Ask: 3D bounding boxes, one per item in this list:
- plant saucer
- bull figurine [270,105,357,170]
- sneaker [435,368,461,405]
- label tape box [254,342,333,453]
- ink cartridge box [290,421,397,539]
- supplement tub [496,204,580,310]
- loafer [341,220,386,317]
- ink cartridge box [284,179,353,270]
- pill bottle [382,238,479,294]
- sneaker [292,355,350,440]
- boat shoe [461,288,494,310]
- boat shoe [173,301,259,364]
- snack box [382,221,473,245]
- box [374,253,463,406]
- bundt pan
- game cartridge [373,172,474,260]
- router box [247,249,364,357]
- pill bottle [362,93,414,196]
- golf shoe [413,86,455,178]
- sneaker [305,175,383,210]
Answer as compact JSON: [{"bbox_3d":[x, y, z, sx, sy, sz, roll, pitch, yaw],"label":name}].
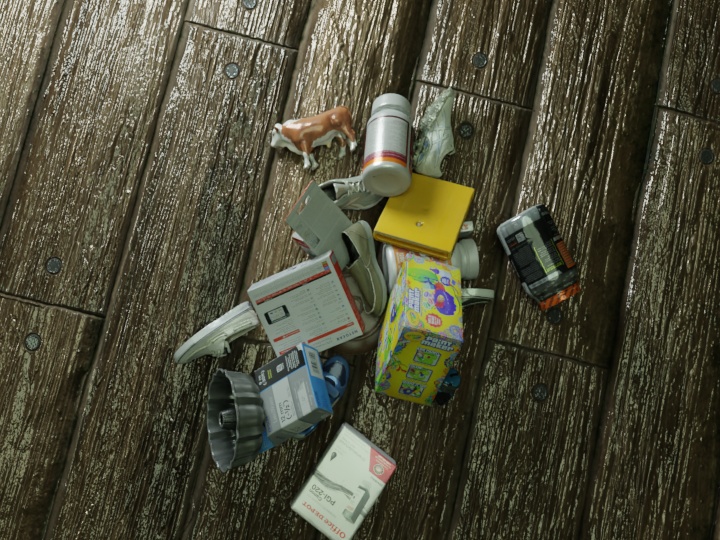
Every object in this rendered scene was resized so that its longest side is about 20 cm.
[{"bbox_3d":[-0.015,0.080,1.544,0.193,0.037,0.207,0,82,0],"label":"plant saucer"},{"bbox_3d":[-0.103,-0.295,1.575,0.195,0.065,0.125,-22,87,-1],"label":"bull figurine"},{"bbox_3d":[0.117,0.210,1.507,0.198,0.083,0.073,37,42,18],"label":"sneaker"},{"bbox_3d":[-0.162,0.263,1.446,0.197,0.066,0.146,-31,58,19],"label":"label tape box"},{"bbox_3d":[-0.034,0.446,1.474,0.144,0.085,0.202,35,85,3],"label":"ink cartridge box"},{"bbox_3d":[0.386,-0.028,1.521,0.120,0.123,0.204,-25,84,-4],"label":"supplement tub"},{"bbox_3d":[0.000,0.000,1.487,0.068,0.075,0.206,-10,82,-31],"label":"loafer"},{"bbox_3d":[-0.085,-0.090,1.491,0.110,0.050,0.200,-55,131,-13],"label":"ink cartridge box"},{"bbox_3d":[0.150,-0.014,1.516,0.193,0.112,0.116,-8,83,-6],"label":"pill bottle"},{"bbox_3d":[-0.086,0.272,1.495,0.073,0.082,0.203,32,82,4],"label":"sneaker"},{"bbox_3d":[0.195,0.077,1.534,0.193,0.071,0.066,-6,82,6],"label":"boat shoe"},{"bbox_3d":[-0.305,0.151,1.515,0.197,0.071,0.071,-34,82,-12],"label":"boat shoe"},{"bbox_3d":[0.146,-0.081,1.548,0.193,0.072,0.025,-6,83,-2],"label":"snack box"},{"bbox_3d":[0.114,0.116,1.394,0.118,0.196,0.203,14,41,-6],"label":"box"},{"bbox_3d":[-0.250,0.302,1.442,0.074,0.200,0.209,2,82,-28],"label":"bundt pan"},{"bbox_3d":[0.139,-0.122,1.515,0.171,0.033,0.202,16,50,14],"label":"game cartridge"},{"bbox_3d":[-0.113,0.082,1.483,0.195,0.049,0.184,-21,103,12],"label":"router box"},{"bbox_3d":[0.062,-0.273,1.528,0.106,0.110,0.205,5,61,0],"label":"pill bottle"},{"bbox_3d":[0.178,-0.305,1.588,0.095,0.078,0.205,25,87,-16],"label":"golf shoe"},{"bbox_3d":[-0.026,-0.170,1.545,0.194,0.092,0.078,-19,82,-4],"label":"sneaker"}]
